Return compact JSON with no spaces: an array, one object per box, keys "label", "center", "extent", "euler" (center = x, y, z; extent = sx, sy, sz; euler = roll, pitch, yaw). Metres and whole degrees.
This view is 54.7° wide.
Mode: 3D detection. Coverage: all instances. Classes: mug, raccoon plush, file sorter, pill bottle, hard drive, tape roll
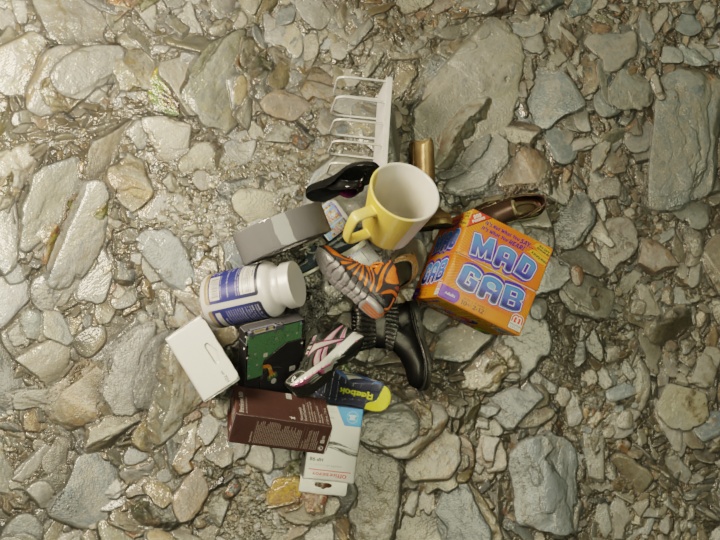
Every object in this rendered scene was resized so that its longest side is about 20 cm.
[{"label":"mug","center":[0.055,-0.124,1.468],"extent":[0.184,0.154,0.151],"euler":[7,57,-13]},{"label":"raccoon plush","center":[-0.091,0.096,1.535],"extent":[0.132,0.097,0.202],"euler":[-1,117,-25]},{"label":"file sorter","center":[-0.005,-0.311,1.533],"extent":[0.123,0.139,0.203],"euler":[5,85,-8]},{"label":"pill bottle","center":[-0.220,0.046,1.439],"extent":[0.198,0.116,0.117],"euler":[-12,88,17]},{"label":"hard drive","center":[-0.187,0.195,1.446],"extent":[0.139,0.038,0.202],"euler":[-13,121,-35]},{"label":"tape roll","center":[-0.163,-0.076,1.452],"extent":[0.198,0.200,0.067],"euler":[-23,92,-12]}]

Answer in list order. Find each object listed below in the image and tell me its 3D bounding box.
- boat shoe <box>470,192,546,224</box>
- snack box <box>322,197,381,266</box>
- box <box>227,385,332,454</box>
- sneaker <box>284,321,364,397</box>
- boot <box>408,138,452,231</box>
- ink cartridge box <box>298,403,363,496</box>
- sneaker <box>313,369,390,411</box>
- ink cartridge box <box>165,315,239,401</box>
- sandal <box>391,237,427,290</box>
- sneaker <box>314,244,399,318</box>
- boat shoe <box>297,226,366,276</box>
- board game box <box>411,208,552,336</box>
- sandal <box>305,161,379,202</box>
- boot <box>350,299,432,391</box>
[{"label":"boat shoe","center":[0.339,-0.142,1.617],"extent":[0.200,0.075,0.076],"euler":[-17,79,-14]},{"label":"snack box","center":[-0.029,-0.064,1.568],"extent":[0.072,0.024,0.201],"euler":[-39,94,-10]},{"label":"box","center":[-0.163,0.298,1.394],"extent":[0.198,0.100,0.076],"euler":[10,112,-17]},{"label":"sneaker","center":[-0.087,0.182,1.463],"extent":[0.086,0.081,0.199],"euler":[39,53,24]},{"label":"boot","center":[0.148,-0.191,1.538],"extent":[0.065,0.175,0.203],"euler":[-2,90,-18]},{"label":"ink cartridge box","center":[-0.065,0.390,1.510],"extent":[0.114,0.067,0.203],"euler":[9,85,-10]},{"label":"sneaker","center":[-0.027,0.258,1.528],"extent":[0.198,0.082,0.075],"euler":[17,92,10]},{"label":"ink cartridge box","center":[-0.317,0.173,1.405],"extent":[0.085,0.200,0.147],"euler":[-32,92,-11]},{"label":"sandal","center":[0.090,0.000,1.554],"extent":[0.200,0.054,0.081],"euler":[-42,97,-32]},{"label":"sneaker","center":[0.000,0.000,1.480],"extent":[0.200,0.077,0.112],"euler":[45,63,-6]},{"label":"boat shoe","center":[-0.086,-0.038,1.516],"extent":[0.198,0.075,0.062],"euler":[-27,98,7]},{"label":"board game box","center":[0.261,0.010,1.532],"extent":[0.198,0.200,0.202],"euler":[25,82,-9]},{"label":"sandal","center":[-0.035,-0.177,1.493],"extent":[0.075,0.199,0.049],"euler":[23,57,-43]},{"label":"boot","center":[0.064,0.171,1.541],"extent":[0.156,0.079,0.214],"euler":[-7,77,-18]}]
